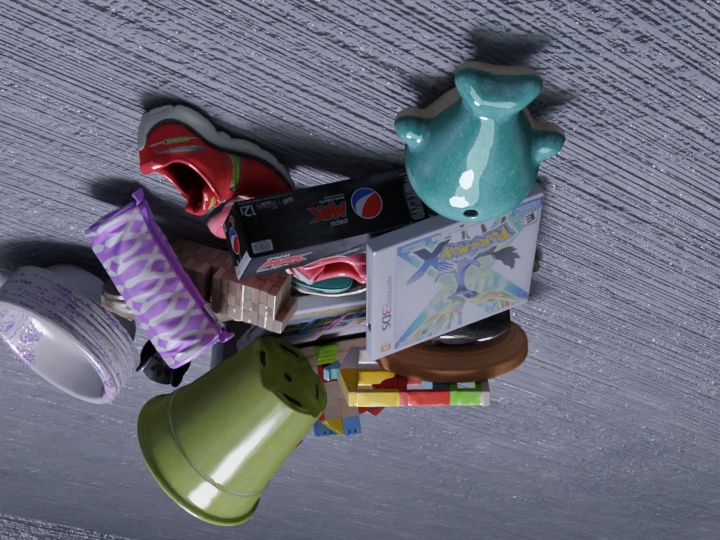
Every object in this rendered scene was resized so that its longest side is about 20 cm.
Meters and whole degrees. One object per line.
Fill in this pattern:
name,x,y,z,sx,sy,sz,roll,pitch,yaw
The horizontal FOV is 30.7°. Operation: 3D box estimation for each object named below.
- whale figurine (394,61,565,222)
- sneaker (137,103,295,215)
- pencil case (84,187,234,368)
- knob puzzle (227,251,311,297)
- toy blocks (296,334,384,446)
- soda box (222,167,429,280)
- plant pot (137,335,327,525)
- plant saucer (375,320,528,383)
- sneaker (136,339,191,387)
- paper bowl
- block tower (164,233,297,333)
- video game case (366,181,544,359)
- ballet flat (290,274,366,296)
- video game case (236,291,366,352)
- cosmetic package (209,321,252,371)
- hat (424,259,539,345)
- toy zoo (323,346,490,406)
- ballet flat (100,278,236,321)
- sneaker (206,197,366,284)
whale figurine,0.108,-0.112,1.190,0.158,0.104,0.200,7,158,-5
sneaker,-0.149,-0.091,1.318,0.077,0.086,0.199,-14,152,41
pencil case,-0.227,0.014,1.474,0.085,0.084,0.201,-26,103,32
knob puzzle,-0.126,0.017,1.660,0.218,0.031,0.220,3,158,1
toy blocks,-0.038,0.164,1.769,0.199,0.138,0.100,-9,-178,-21
soda box,-0.035,-0.049,1.342,0.199,0.064,0.071,-12,164,-20
plant pot,-0.145,0.186,1.655,0.199,0.201,0.190,24,124,-41
plant saucer,0.110,0.084,1.640,0.199,0.033,0.201,0,-158,0
sneaker,-0.243,0.092,1.693,0.075,0.114,0.200,23,177,0
paper bowl,-0.369,0.070,1.682,0.200,0.105,0.201,27,150,17
block tower,-0.172,0.011,1.536,0.199,0.054,0.058,17,127,13
video game case,0.098,0.003,1.402,0.199,0.022,0.183,-20,142,-16
ballet flat,0.000,0.000,1.554,0.198,0.070,0.069,-4,157,11
video game case,-0.042,0.060,1.681,0.199,0.024,0.182,-8,164,-24
cosmetic package,-0.108,0.129,1.839,0.199,0.108,0.090,12,158,-15
hat,0.122,0.048,1.544,0.199,0.081,0.201,-14,166,-4
toy zoo,0.054,0.128,1.602,0.198,0.021,0.131,-1,-159,0
ballet flat,-0.212,0.040,1.579,0.198,0.068,0.047,2,122,-8
sneaker,-0.071,-0.031,1.432,0.199,0.087,0.074,5,158,-2
